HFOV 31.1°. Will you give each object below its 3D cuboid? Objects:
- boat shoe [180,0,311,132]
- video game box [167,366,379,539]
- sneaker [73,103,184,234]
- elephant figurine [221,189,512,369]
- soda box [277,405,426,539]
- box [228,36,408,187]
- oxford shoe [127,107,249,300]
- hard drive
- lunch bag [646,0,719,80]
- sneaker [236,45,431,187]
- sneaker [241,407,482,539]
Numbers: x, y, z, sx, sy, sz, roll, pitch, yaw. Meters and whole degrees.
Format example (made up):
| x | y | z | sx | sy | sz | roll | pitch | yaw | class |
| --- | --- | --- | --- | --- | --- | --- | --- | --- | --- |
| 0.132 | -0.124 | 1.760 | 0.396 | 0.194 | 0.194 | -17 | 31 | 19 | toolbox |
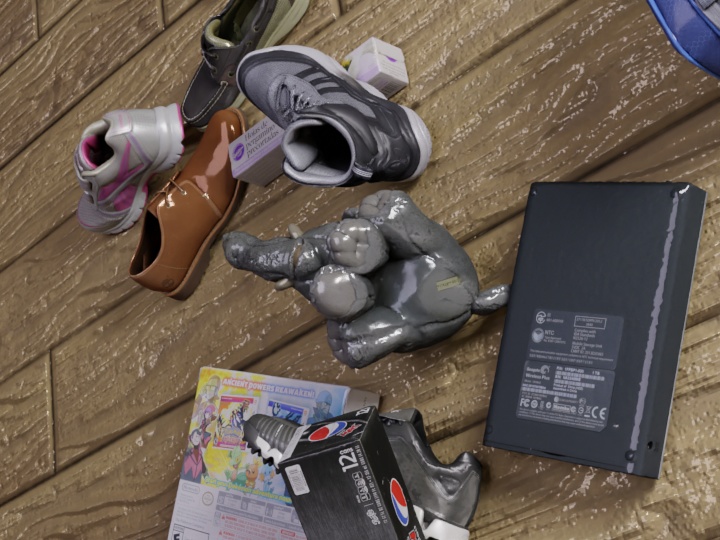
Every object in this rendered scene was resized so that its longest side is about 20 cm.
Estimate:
| x | y | z | sx | sy | sz | roll | pitch | yaw | class |
| --- | --- | --- | --- | --- | --- | --- | --- | --- | --- |
| -0.126 | -0.225 | 1.270 | 0.201 | 0.066 | 0.072 | -49 | 50 | 25 | boat shoe |
| -0.080 | 0.182 | 1.106 | 0.200 | 0.047 | 0.183 | 3 | 82 | 46 | video game box |
| -0.261 | -0.110 | 1.345 | 0.200 | 0.088 | 0.082 | -47 | 47 | 42 | sneaker |
| 0.000 | 0.000 | 1.033 | 0.141 | 0.155 | 0.200 | -39 | 13 | -13 | elephant figurine |
| 0.011 | 0.202 | 0.905 | 0.063 | 0.071 | 0.201 | -17 | 101 | 14 | soda box |
| -0.041 | -0.141 | 1.175 | 0.200 | 0.041 | 0.039 | -32 | 57 | 36 | box |
| -0.167 | -0.070 | 1.261 | 0.071 | 0.071 | 0.201 | 27 | 95 | 48 | oxford shoe |
| 0.162 | 0.036 | 0.912 | 0.139 | 0.033 | 0.201 | 4 | 81 | 47 | hard drive |
| 0.237 | -0.218 | 0.842 | 0.132 | 0.136 | 0.200 | -40 | 52 | 30 | lunch bag |
| -0.045 | -0.130 | 1.078 | 0.200 | 0.114 | 0.076 | 30 | 117 | 23 | sneaker |
| 0.007 | 0.140 | 0.988 | 0.199 | 0.066 | 0.091 | 22 | 82 | 20 | sneaker |
